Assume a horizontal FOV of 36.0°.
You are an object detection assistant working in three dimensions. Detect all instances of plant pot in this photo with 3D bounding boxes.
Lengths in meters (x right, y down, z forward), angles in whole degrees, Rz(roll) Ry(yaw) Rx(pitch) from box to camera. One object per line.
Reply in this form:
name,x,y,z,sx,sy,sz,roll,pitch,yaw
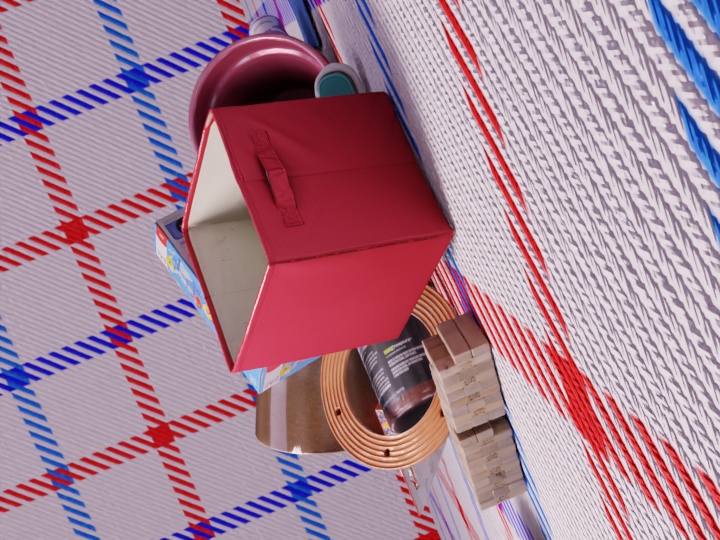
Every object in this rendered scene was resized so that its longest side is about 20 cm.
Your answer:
plant pot,-0.047,0.095,1.365,0.187,0.183,0.204,-126,31,-76
plant pot,-0.097,-0.185,1.410,0.203,0.197,0.179,68,-168,5

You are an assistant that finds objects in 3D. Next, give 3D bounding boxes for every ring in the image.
ring,0.036,0.109,1.176,0.019,0.200,0.202,14,-137,-48

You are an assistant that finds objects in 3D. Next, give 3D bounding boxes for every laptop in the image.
laptop,-0.145,-0.381,1.496,0.187,0.197,0.118,-129,52,-77

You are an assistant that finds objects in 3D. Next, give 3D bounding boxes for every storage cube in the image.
storage cube,-0.047,-0.036,1.013,0.173,0.177,0.201,66,152,29

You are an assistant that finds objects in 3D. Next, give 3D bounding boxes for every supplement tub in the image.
supplement tub,0.047,0.075,1.255,0.107,0.105,0.202,75,174,-62

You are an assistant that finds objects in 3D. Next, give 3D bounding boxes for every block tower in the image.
block tower,0.110,0.138,1.068,0.058,0.053,0.202,-116,6,-56

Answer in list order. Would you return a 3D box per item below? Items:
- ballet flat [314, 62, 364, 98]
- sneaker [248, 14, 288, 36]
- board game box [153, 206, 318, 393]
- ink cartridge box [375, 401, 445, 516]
ballet flat,0.000,-0.131,1.196,0.070,0.068,0.203,-120,12,-66
sneaker,-0.100,-0.285,1.558,0.115,0.072,0.201,61,178,26
board game box,-0.078,-0.007,1.137,0.196,0.198,0.056,50,152,21
ink cartridge box,0.062,0.184,1.333,0.201,0.050,0.110,-63,-40,-49
